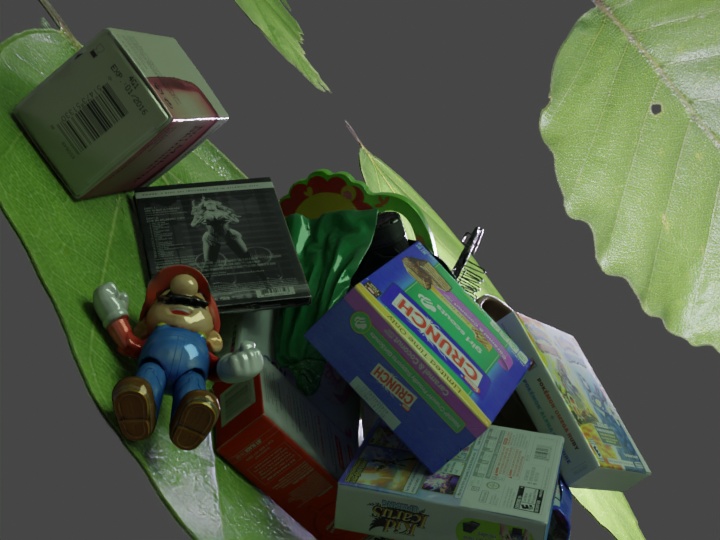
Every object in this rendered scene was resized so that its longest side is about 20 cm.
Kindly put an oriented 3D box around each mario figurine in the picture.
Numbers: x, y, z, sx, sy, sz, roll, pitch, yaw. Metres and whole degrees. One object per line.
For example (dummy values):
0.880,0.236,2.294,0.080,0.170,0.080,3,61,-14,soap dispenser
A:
-0.153,0.052,1.030,0.123,0.106,0.201,45,16,-24,mario figurine

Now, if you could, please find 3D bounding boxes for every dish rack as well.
0.117,0.045,1.607,0.054,0.202,0.154,26,27,0,dish rack

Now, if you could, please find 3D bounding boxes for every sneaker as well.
0.001,-0.002,1.351,0.060,0.198,0.105,-51,124,-50,sneaker

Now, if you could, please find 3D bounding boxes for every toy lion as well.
-0.010,-0.045,1.639,0.069,0.198,0.194,-41,112,-76,toy lion

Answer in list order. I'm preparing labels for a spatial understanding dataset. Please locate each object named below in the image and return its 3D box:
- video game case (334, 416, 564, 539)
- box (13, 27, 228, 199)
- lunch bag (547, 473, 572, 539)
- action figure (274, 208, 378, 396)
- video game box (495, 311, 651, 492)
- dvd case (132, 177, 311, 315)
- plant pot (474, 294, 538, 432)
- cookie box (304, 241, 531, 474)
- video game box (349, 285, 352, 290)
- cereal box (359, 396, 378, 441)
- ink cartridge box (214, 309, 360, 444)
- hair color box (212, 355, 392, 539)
0.086,0.189,1.131,0.179,0.046,0.200,9,15,12,video game case
-0.231,-0.155,1.249,0.109,0.127,0.200,53,13,0,box
0.122,0.265,1.242,0.124,0.199,0.170,52,13,-4,lunch bag
-0.043,0.033,1.241,0.055,0.117,0.202,52,37,-44,action figure
0.222,0.142,1.328,0.199,0.047,0.183,21,36,-61,video game box
-0.142,-0.026,1.248,0.201,0.147,0.016,-112,-158,-47,dvd case
0.154,0.135,1.389,0.201,0.092,0.202,47,22,-25,plant pot
0.060,0.074,1.163,0.171,0.075,0.200,47,23,4,cookie box
0.002,0.041,1.511,0.183,0.047,0.200,55,-19,3,video game box
0.024,0.147,1.347,0.144,0.039,0.203,-66,151,-76,cereal box
-0.067,0.069,1.299,0.196,0.043,0.202,42,38,-37,ink cartridge box
-0.050,0.178,1.164,0.200,0.061,0.102,46,15,-28,hair color box
